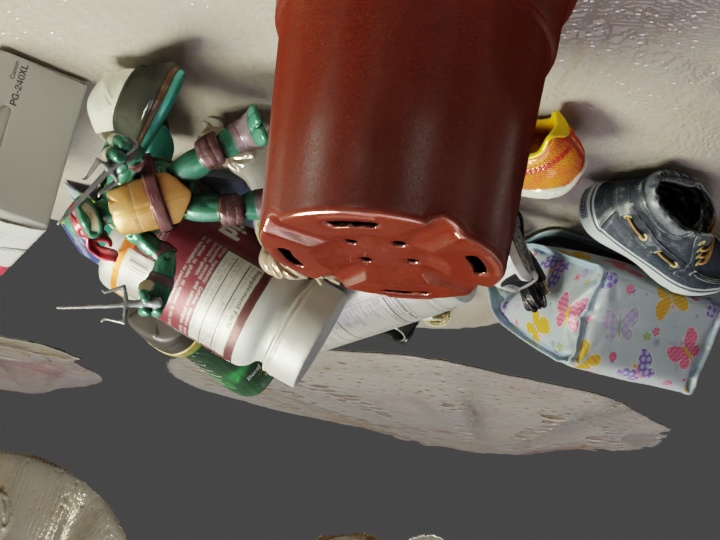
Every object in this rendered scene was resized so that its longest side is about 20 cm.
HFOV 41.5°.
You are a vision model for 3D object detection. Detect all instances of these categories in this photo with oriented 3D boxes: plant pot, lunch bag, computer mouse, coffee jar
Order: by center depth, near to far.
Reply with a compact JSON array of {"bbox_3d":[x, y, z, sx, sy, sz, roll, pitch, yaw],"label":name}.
[{"bbox_3d":[0.026,-0.096,0.588,0.200,0.196,0.201,9,163,3],"label":"plant pot"},{"bbox_3d":[0.129,-0.016,0.863,0.044,0.110,0.200,-21,169,15],"label":"computer mouse"},{"bbox_3d":[0.246,0.034,1.005,0.169,0.128,0.200,16,-174,-22],"label":"lunch bag"},{"bbox_3d":[-0.158,0.059,1.021,0.085,0.104,0.200,26,170,33],"label":"coffee jar"}]

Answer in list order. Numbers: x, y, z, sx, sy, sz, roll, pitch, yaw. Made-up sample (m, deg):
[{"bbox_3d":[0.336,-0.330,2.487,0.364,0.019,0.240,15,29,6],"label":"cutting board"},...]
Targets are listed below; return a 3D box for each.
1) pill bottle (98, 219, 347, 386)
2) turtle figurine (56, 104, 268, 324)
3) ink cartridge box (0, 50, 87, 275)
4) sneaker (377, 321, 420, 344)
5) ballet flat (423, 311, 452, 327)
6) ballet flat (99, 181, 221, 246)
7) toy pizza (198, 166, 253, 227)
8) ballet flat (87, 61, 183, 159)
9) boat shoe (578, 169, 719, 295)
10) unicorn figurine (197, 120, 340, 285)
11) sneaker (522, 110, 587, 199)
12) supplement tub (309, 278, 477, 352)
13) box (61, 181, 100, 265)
[{"bbox_3d":[-0.120,0.013,0.852,0.200,0.114,0.114,30,163,4],"label":"pill bottle"},{"bbox_3d":[-0.160,-0.052,0.742,0.199,0.101,0.150,-20,127,-5],"label":"turtle figurine"},{"bbox_3d":[-0.329,-0.090,0.866,0.083,0.146,0.200,19,160,-27],"label":"ink cartridge box"},{"bbox_3d":[0.080,0.021,1.009,0.200,0.116,0.076,-21,133,34],"label":"sneaker"},{"bbox_3d":[0.084,0.022,1.148,0.069,0.070,0.200,5,162,13],"label":"ballet flat"},{"bbox_3d":[-0.203,-0.044,0.986,0.200,0.068,0.068,-8,165,44],"label":"ballet flat"},{"bbox_3d":[-0.123,-0.072,1.009,0.199,0.032,0.200,9,162,3],"label":"toy pizza"},{"bbox_3d":[-0.194,-0.126,0.802,0.068,0.068,0.200,26,159,-7],"label":"ballet flat"},{"bbox_3d":[0.298,-0.029,0.865,0.200,0.071,0.091,22,163,-29],"label":"boat shoe"},{"bbox_3d":[-0.067,-0.079,0.827,0.137,0.200,0.074,-6,142,-10],"label":"unicorn figurine"},{"bbox_3d":[0.087,-0.099,0.795,0.199,0.073,0.077,-8,136,31],"label":"sneaker"},{"bbox_3d":[0.000,0.000,0.938,0.200,0.132,0.132,-21,150,26],"label":"supplement tub"},{"bbox_3d":[-0.264,-0.017,1.113,0.200,0.048,0.122,30,163,4],"label":"box"}]
